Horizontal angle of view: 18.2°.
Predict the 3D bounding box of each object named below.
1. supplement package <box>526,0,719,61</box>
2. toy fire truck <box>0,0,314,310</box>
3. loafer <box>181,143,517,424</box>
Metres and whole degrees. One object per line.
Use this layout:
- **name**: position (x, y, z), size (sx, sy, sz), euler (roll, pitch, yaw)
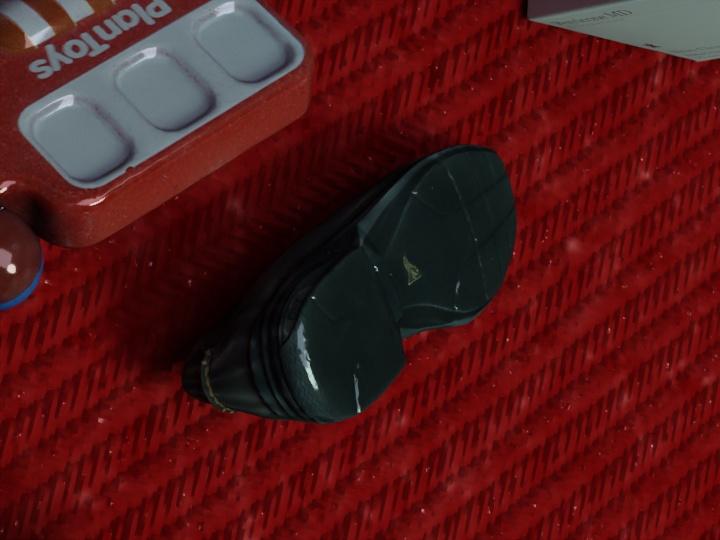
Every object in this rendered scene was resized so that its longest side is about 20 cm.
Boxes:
- **supplement package**: position (0.180, -0.185, 0.977), size (0.110, 0.200, 0.157), euler (9, 83, -33)
- **toy fire truck**: position (-0.135, -0.070, 0.765), size (0.200, 0.112, 0.168), euler (-34, 65, -30)
- **loafer**: position (0.000, 0.000, 0.926), size (0.200, 0.072, 0.073), euler (-34, 112, -52)
